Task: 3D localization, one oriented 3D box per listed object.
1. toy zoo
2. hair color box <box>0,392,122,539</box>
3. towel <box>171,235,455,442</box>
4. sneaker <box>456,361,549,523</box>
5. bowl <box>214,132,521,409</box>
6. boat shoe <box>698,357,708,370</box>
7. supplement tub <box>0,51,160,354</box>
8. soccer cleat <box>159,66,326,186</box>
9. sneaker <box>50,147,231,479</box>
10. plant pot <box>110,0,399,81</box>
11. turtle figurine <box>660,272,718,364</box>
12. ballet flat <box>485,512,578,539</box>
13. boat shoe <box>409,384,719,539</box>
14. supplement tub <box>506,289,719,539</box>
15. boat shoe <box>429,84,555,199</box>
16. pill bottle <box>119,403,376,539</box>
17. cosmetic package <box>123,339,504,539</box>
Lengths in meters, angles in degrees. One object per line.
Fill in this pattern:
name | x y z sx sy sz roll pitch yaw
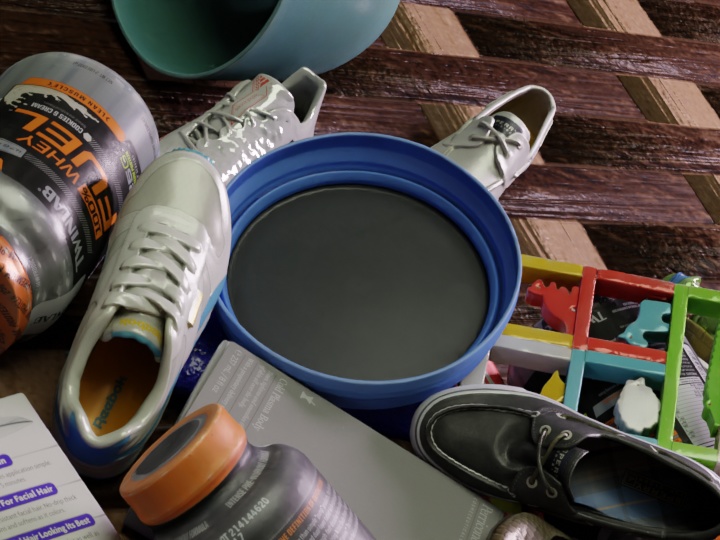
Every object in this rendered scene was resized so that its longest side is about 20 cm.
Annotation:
toy zoo | 0.139 0.055 1.303 0.198 0.021 0.132 11 54 4
hair color box | -0.180 0.167 1.082 0.109 0.065 0.200 -14 58 -44
towel | -0.035 0.035 1.326 0.199 0.050 0.148 10 40 -13
sneaker | 0.089 0.115 1.324 0.077 0.085 0.201 16 40 -23
bowl | 0.000 0.000 1.293 0.199 0.040 0.202 3 51 -4
boat shoe | 0.238 0.131 1.427 0.060 0.072 0.202 -4 54 -49
supplement tub | -0.208 -0.037 1.243 0.122 0.123 0.200 31 37 -3
soccer cleat | -0.086 -0.091 1.407 0.068 0.085 0.200 37 27 15
sneaker | -0.121 0.021 1.196 0.076 0.081 0.201 18 74 -7
plant pot | -0.062 -0.230 1.523 0.160 0.201 0.201 7 42 -48
turtle figurine | 0.322 0.057 1.519 0.199 0.144 0.194 -13 60 -40
ballet flat | 0.121 0.187 1.227 0.046 0.068 0.200 11 -10 28
boat shoe | 0.126 0.118 1.220 0.199 0.070 0.066 21 -3 0
supplement tub | 0.188 0.119 1.350 0.122 0.123 0.201 -1 51 -38
boat shoe | 0.097 -0.090 1.576 0.071 0.070 0.200 40 36 9
pill bottle | -0.040 0.166 1.100 0.200 0.106 0.106 51 34 -12
cosmetic package | -0.025 0.144 1.206 0.199 0.090 0.107 28 33 -2
